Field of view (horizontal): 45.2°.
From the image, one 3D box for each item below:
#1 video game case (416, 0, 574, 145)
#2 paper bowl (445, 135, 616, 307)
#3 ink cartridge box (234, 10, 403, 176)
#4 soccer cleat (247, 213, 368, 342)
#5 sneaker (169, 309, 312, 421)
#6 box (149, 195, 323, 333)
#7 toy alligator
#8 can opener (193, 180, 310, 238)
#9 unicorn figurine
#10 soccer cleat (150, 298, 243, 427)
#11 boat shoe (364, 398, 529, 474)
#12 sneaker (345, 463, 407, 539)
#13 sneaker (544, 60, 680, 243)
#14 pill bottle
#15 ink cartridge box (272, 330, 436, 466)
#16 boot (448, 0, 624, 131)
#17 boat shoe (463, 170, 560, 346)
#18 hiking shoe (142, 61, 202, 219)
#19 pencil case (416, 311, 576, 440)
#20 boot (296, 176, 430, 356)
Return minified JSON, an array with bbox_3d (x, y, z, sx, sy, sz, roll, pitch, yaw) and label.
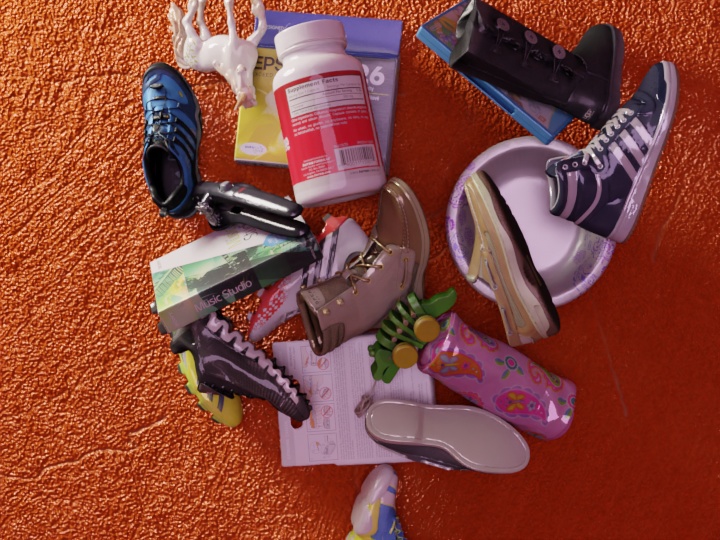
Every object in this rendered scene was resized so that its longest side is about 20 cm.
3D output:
[{"bbox_3d":[0.177,-0.244,1.030,0.200,0.143,0.018,42,135,7],"label":"video game case"},{"bbox_3d":[0.201,-0.055,1.041,0.198,0.104,0.203,0,91,4],"label":"paper bowl"},{"bbox_3d":[-0.052,-0.227,1.093,0.195,0.047,0.202,5,93,6],"label":"ink cartridge box"},{"bbox_3d":[-0.063,0.021,1.084,0.085,0.069,0.200,40,89,8],"label":"soccer cleat"},{"bbox_3d":[-0.149,0.125,1.044,0.200,0.066,0.091,42,86,2],"label":"sneaker"},{"bbox_3d":[-0.154,-0.012,1.039,0.199,0.144,0.037,-28,119,-5],"label":"box"},{"bbox_3d":[0.036,0.089,1.025,0.054,0.059,0.200,34,105,-17],"label":"toy alligator"},{"bbox_3d":[-0.133,-0.078,1.031,0.079,0.199,0.064,-48,127,-21],"label":"can opener"},{"bbox_3d":[-0.167,-0.274,1.064,0.073,0.199,0.139,-4,105,-38],"label":"unicorn figurine"},{"bbox_3d":[-0.191,0.101,1.095,0.083,0.065,0.201,-28,88,4],"label":"soccer cleat"},{"bbox_3d":[0.102,0.202,1.035,0.198,0.062,0.073,13,62,1],"label":"boat shoe"},{"bbox_3d":[0.034,0.342,1.079,0.104,0.076,0.202,17,103,-6],"label":"sneaker"},{"bbox_3d":[0.270,-0.140,0.944,0.107,0.070,0.202,16,97,0],"label":"sneaker"},{"bbox_3d":[-0.041,-0.182,1.016,0.111,0.112,0.202,-12,90,5],"label":"pill bottle"},{"bbox_3d":[-0.004,0.161,1.092,0.198,0.050,0.163,-5,90,8],"label":"ink cartridge box"},{"bbox_3d":[0.205,-0.262,1.005,0.198,0.066,0.166,19,50,-11],"label":"boot"},{"bbox_3d":[0.150,-0.009,0.966,0.076,0.072,0.202,-24,87,21],"label":"boat shoe"},{"bbox_3d":[-0.238,-0.167,1.086,0.074,0.087,0.202,-10,89,5],"label":"hiking shoe"},{"bbox_3d":[0.166,0.128,1.038,0.199,0.087,0.088,29,93,-11],"label":"pencil case"},{"bbox_3d":[0.000,0.000,1.009,0.154,0.072,0.202,-20,130,-24],"label":"boot"}]
